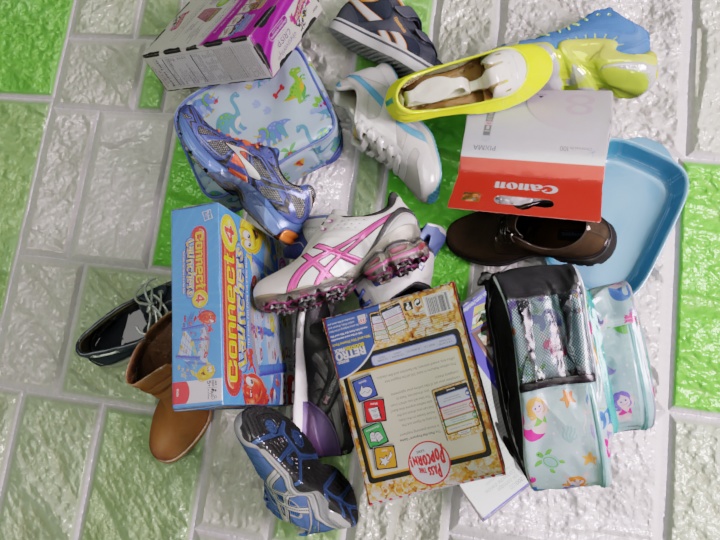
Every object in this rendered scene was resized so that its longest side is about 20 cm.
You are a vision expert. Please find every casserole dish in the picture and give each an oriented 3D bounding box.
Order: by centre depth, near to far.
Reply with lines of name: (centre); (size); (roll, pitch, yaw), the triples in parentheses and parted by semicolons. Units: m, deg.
casserole dish: (0.291, -0.056, 0.731); (0.120, 0.039, 0.202); (28, 84, 15)

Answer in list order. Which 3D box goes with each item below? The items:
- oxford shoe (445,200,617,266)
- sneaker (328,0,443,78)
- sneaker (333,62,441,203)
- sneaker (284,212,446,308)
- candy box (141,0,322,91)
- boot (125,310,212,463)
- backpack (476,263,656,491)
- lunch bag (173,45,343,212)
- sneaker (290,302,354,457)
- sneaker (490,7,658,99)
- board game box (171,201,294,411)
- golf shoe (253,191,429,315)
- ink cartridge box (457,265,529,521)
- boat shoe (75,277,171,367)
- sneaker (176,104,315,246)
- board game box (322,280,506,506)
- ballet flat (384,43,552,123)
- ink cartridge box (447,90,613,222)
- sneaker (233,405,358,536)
oxford shoe: (0.172, -0.048, 0.705); (0.197, 0.084, 0.074); (-2, 75, 40)
sneaker: (0.053, -0.293, 0.804); (0.199, 0.078, 0.080); (36, 92, 17)
sneaker: (0.034, -0.160, 0.775); (0.080, 0.077, 0.202); (-20, 65, -15)
sneaker: (0.001, 0.000, 0.753); (0.195, 0.081, 0.118); (3, 77, 10)
candy box: (-0.163, -0.299, 0.799); (0.197, 0.061, 0.138); (7, 56, 35)
boot: (-0.220, 0.133, 0.728); (0.073, 0.155, 0.203); (23, 88, 14)
backpack: (0.194, 0.102, 0.604); (0.147, 0.177, 0.204); (-4, 83, 14)
lunch bag: (-0.130, -0.185, 0.816); (0.198, 0.082, 0.163); (-29, 76, 4)
sneaker: (-0.034, 0.115, 0.750); (0.086, 0.076, 0.205); (2, 86, 2)
sneaker: (0.258, -0.266, 0.774); (0.196, 0.076, 0.107); (12, 63, 13)
board game box: (-0.136, 0.051, 0.708); (0.055, 0.196, 0.204); (-7, 78, 13)
golf shoe: (-0.029, -0.015, 0.694); (0.197, 0.073, 0.094); (-21, 76, -3)
ink cartridge box: (0.152, 0.135, 0.716); (0.197, 0.043, 0.201); (-37, 74, 2)
boat shoe: (-0.266, 0.057, 0.802); (0.197, 0.062, 0.076); (-25, 73, 4)
sneaker: (-0.131, -0.120, 0.733); (0.200, 0.075, 0.079); (44, 86, -2)
board game box: (0.056, 0.130, 0.679); (0.149, 0.046, 0.204); (-15, 84, 10)
ballet flat: (0.123, -0.207, 0.705); (0.196, 0.067, 0.068); (-13, 94, 3)
ink cartridge box: (0.191, -0.137, 0.700); (0.159, 0.058, 0.201); (7, 38, 18)
sneaker: (-0.079, 0.226, 0.681); (0.076, 0.076, 0.201); (-27, 118, 13)
